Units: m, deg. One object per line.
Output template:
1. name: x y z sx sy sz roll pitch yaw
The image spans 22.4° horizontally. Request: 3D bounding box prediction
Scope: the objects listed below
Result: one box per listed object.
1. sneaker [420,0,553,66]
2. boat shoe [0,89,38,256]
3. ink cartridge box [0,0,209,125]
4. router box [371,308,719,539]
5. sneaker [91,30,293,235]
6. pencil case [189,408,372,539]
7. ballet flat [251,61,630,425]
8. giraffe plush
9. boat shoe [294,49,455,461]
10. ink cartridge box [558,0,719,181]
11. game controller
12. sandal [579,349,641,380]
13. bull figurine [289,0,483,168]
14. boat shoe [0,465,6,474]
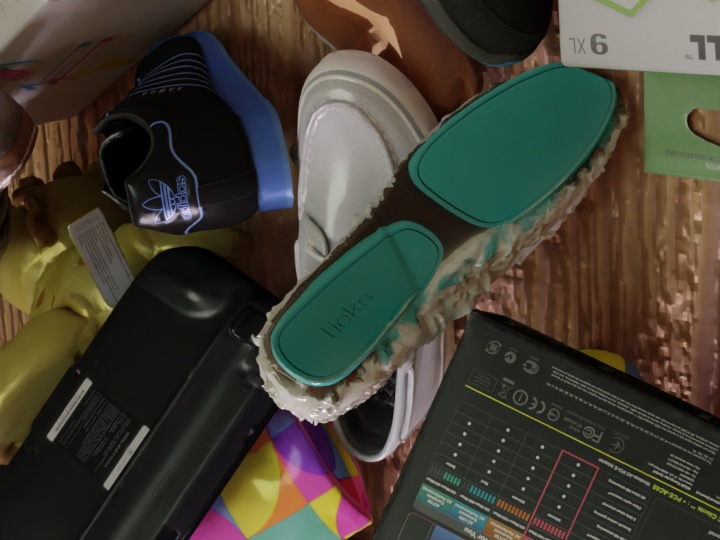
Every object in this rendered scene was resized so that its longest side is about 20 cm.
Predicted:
1. sneaker: 0.058 -0.184 0.746 0.082 0.073 0.202 2 105 43
2. boat shoe: -0.208 -0.036 0.924 0.072 0.076 0.200 33 150 -24
3. ink cartridge box: -0.171 -0.168 0.940 0.200 0.125 0.129 -32 80 46
4. router box: 0.105 0.124 0.723 0.199 0.062 0.151 26 94 15
5. sneaker: -0.095 -0.068 0.879 0.200 0.077 0.071 -138 38 -65
6. pencil case: -0.090 0.128 0.889 0.199 0.088 0.089 -33 77 8
7. ballet flat: 0.032 -0.010 0.773 0.072 0.200 0.072 44 164 16
8. giraffe plush: -0.146 0.020 0.971 0.162 0.171 0.201 -133 34 -52
9. boat shoe: 0.000 0.000 0.823 0.071 0.069 0.201 13 130 17
10. ink cartridge box: 0.132 -0.126 0.699 0.103 0.059 0.202 10 109 42
11. game controller: -0.109 0.085 0.847 0.104 0.042 0.201 34 88 41
12. sandal: 0.088 0.127 0.825 0.086 0.080 0.201 21 115 1
13. bull figurine: -0.013 -0.145 0.835 0.121 0.065 0.201 -31 79 48
14. boat shoe: -0.207 0.142 1.027 0.068 0.072 0.201 7 142 33
